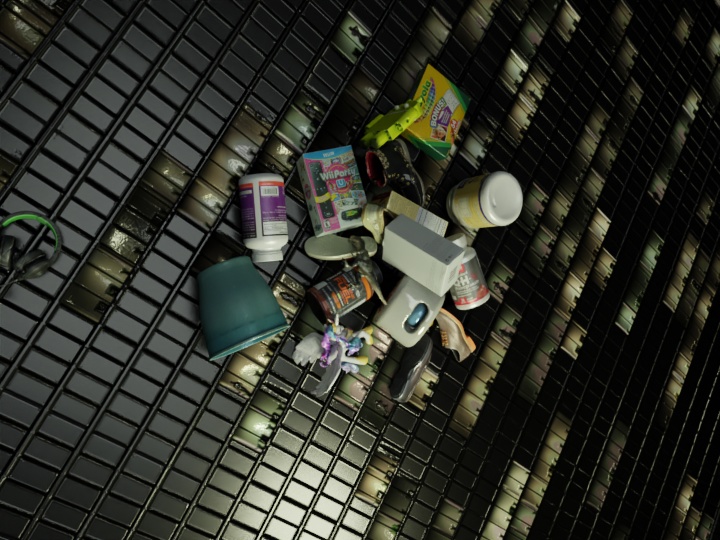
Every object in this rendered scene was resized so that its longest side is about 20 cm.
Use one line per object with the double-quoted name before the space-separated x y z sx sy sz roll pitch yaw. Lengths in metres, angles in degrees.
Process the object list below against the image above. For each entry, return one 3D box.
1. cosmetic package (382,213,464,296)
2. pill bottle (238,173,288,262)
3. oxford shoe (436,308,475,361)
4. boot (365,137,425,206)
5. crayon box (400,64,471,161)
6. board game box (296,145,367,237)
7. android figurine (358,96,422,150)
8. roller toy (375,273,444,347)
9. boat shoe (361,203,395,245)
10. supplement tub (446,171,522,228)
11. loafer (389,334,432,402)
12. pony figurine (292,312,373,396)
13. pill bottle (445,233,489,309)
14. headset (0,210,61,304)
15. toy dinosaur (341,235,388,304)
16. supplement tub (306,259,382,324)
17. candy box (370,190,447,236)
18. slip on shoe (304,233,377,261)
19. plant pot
"cosmetic package" 0.152 -0.041 1.313 0.081 0.198 0.115 -36 149 -33
"pill bottle" -0.234 -0.126 1.268 0.109 0.112 0.207 -5 93 -25
"oxford shoe" 0.265 0.187 1.544 0.073 0.071 0.201 -44 109 -13
"boot" 0.095 -0.252 1.422 0.149 0.072 0.205 -28 100 -49
"crayon box" 0.210 -0.453 1.512 0.170 0.058 0.205 28 79 -24
"board game box" -0.069 -0.206 1.359 0.144 0.064 0.206 -16 87 -26
"android figurine" 0.086 -0.393 1.385 0.200 0.181 0.041 -44 116 -16
"roller toy" 0.136 0.103 1.402 0.138 0.201 0.184 36 54 1
"boat shoe" 0.066 -0.113 1.364 0.199 0.061 0.076 30 68 -60
"supplement tub" 0.351 -0.199 1.508 0.141 0.199 0.151 -1 91 -26
"loafer" 0.152 0.282 1.498 0.063 0.071 0.203 37 81 -41
"pony figurine" -0.062 0.205 1.333 0.198 0.166 0.195 24 105 -50
"pill bottle" 0.299 0.001 1.534 0.109 0.110 0.205 -26 102 -23
"headset" -0.692 -0.027 1.053 0.122 0.093 0.205 30 67 -23
"toy dinosaur" 0.000 0.000 1.317 0.086 0.047 0.205 -15 74 -27
"supplement tub" -0.037 0.049 1.371 0.197 0.106 0.109 -32 104 -22
"candy box" 0.131 -0.148 1.446 0.196 0.115 0.057 24 81 -24
"slip on shoe" -0.053 -0.054 1.387 0.193 0.062 0.076 -1 64 -15
"plant pot" -0.287 0.079 1.212 0.196 0.200 0.193 -20 84 -24
